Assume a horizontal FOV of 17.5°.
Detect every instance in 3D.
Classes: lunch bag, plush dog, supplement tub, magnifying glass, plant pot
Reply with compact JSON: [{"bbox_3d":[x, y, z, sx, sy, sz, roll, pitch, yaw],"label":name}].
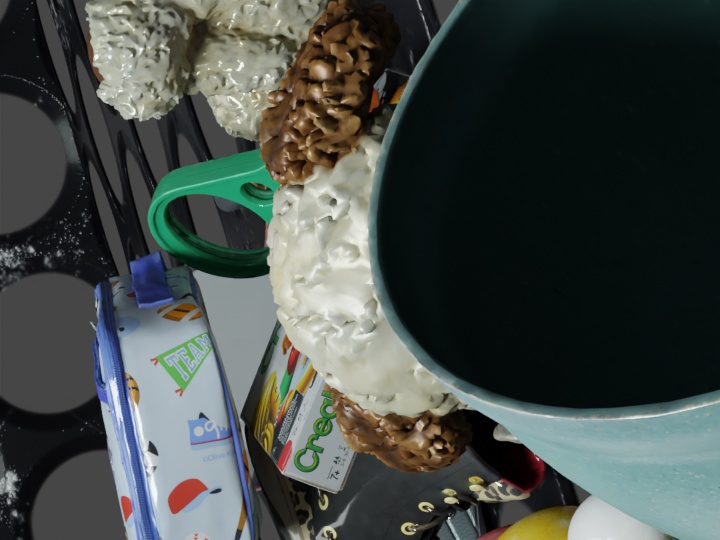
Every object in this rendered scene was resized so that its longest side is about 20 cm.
[{"bbox_3d":[-0.103,0.076,1.258,0.200,0.075,0.161,-133,30,-78],"label":"lunch bag"},{"bbox_3d":[0.053,-0.012,0.777,0.160,0.171,0.200,-132,27,-67],"label":"plush dog"},{"bbox_3d":[-0.043,-0.129,1.293,0.200,0.160,0.172,-82,-31,-54],"label":"plush dog"},{"bbox_3d":[-0.095,0.081,1.763,0.200,0.140,0.141,106,145,-70],"label":"supplement tub"},{"bbox_3d":[-0.048,-0.048,1.219,0.200,0.080,0.022,-38,28,54],"label":"magnifying glass"},{"bbox_3d":[0.120,-0.011,0.525,0.134,0.200,0.200,47,-175,-34],"label":"plant pot"}]

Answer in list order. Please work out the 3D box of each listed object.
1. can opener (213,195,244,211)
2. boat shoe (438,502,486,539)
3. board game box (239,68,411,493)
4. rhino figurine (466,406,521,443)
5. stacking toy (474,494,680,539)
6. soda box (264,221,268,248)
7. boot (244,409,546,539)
[{"bbox_3d":[-0.051,-0.044,1.548,0.200,0.067,0.053,-158,51,-76],"label":"can opener"},{"bbox_3d":[0.043,0.176,1.405,0.067,0.073,0.200,137,114,-75],"label":"boat shoe"},{"bbox_3d":[0.000,0.000,1.163,0.126,0.035,0.200,-146,78,-75],"label":"board game box"},{"bbox_3d":[0.072,0.022,1.063,0.200,0.060,0.088,-148,62,-74],"label":"rhino figurine"},{"bbox_3d":[0.093,0.154,1.085,0.146,0.146,0.200,66,150,29],"label":"stacking toy"},{"bbox_3d":[0.009,0.035,1.364,0.063,0.070,0.200,92,157,-51],"label":"soda box"},{"bbox_3d":[0.035,0.131,1.230,0.150,0.073,0.200,-30,82,41],"label":"boot"}]
